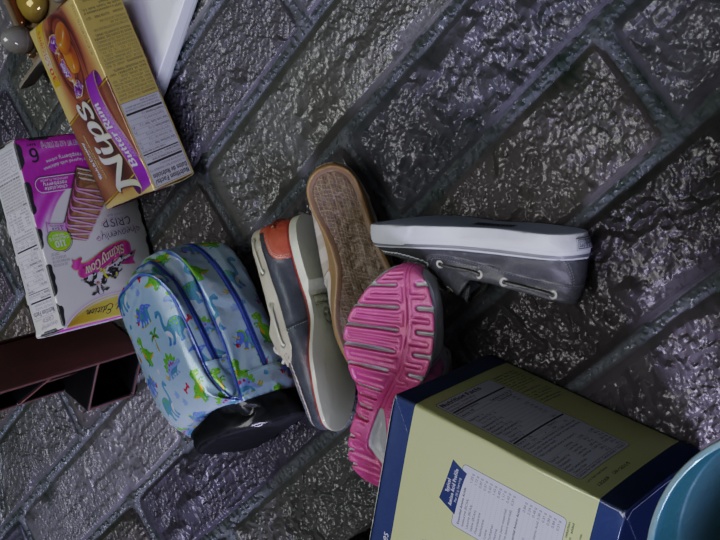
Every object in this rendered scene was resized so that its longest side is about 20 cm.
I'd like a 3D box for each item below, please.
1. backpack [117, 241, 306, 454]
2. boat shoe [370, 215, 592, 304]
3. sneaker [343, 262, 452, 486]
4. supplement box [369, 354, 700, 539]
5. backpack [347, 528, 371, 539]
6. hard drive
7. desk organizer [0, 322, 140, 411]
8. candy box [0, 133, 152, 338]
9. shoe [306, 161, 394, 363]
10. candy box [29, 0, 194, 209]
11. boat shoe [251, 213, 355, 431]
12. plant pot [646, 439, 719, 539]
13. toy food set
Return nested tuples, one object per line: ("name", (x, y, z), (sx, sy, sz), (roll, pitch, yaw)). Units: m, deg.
("backpack", (-0.150, 0.070, 1.059), (0.163, 0.152, 0.203), (-34, 62, 56))
("boat shoe", (0.093, -0.006, 0.873), (0.198, 0.070, 0.067), (5, 102, 32))
("sneaker", (0.037, 0.081, 0.913), (0.080, 0.088, 0.203), (18, 119, 23))
("supplement box", (0.125, 0.204, 0.839), (0.198, 0.133, 0.203), (24, 114, 35))
("backpack", (0.019, 0.358, 0.971), (0.200, 0.126, 0.168), (48, 123, 19))
("hard drive", (-0.219, -0.287, 1.105), (0.132, 0.026, 0.201), (43, 124, 25))
("desk organizer", (-0.339, 0.115, 1.181), (0.077, 0.199, 0.073), (32, 118, 29))
("candy box", (-0.300, -0.042, 1.156), (0.061, 0.135, 0.203), (-16, 90, 42))
("shoe", (0.000, 0.000, 0.965), (0.069, 0.053, 0.203), (-12, 100, 4))
("candy box", (-0.255, -0.172, 1.106), (0.116, 0.056, 0.202), (-10, 103, 51))
("boat shoe", (-0.055, 0.051, 1.002), (0.062, 0.071, 0.203), (-16, 84, 28))
("plant pot", (0.300, 0.166, 0.644), (0.198, 0.187, 0.203), (9, 105, 39))
("toy food set", (-0.383, -0.327, 1.216), (0.143, 0.060, 0.202), (-36, 76, 40))
